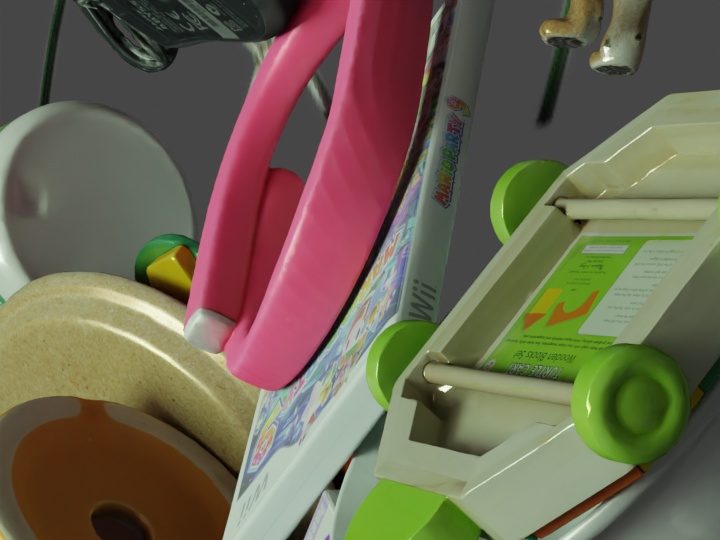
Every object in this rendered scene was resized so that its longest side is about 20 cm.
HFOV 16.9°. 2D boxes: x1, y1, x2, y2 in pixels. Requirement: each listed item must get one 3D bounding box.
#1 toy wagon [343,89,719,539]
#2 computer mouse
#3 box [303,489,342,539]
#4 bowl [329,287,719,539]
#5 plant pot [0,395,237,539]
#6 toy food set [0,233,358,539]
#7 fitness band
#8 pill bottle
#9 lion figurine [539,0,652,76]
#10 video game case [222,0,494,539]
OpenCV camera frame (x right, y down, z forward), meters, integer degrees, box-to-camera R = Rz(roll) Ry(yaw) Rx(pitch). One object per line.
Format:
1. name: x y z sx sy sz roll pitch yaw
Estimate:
1. toy wagon: 0.054 0.027 0.715 0.200 0.040 0.155 -52 18 -13
2. computer mouse: -0.087 -0.142 1.033 0.053 0.138 0.200 -57 29 -15
3. box: -0.021 0.166 0.883 0.039 0.041 0.200 61 138 46
4. bowl: 0.091 0.056 0.777 0.201 0.090 0.201 -42 18 17
5. plant pot: -0.130 0.155 0.958 0.183 0.200 0.200 -57 48 30
6. toy food set: -0.079 0.085 1.026 0.198 0.049 0.200 -26 100 46
7. fitness band: -0.019 -0.046 0.930 0.200 0.037 0.144 -83 20 -47
8. pill bottle: -0.172 -0.002 1.154 0.200 0.113 0.113 -20 75 52
9. lion figurine: 0.114 -0.133 0.799 0.200 0.072 0.123 1 79 40
10. video game case: 0.000 0.000 0.903 0.143 0.018 0.200 -54 16 40
